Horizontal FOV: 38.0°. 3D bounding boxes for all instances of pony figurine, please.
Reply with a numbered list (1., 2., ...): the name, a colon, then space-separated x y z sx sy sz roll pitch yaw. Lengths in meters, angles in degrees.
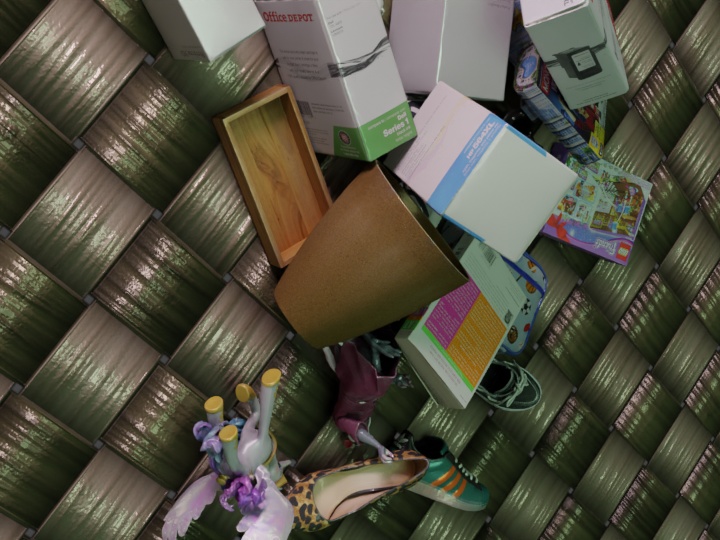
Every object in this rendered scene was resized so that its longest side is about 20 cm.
1. pony figurine: -0.144 0.244 1.273 0.193 0.166 0.201 -53 146 -44

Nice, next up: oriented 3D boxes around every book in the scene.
1. book: 0.135 0.060 1.362 0.200 0.048 0.134 -53 123 -30

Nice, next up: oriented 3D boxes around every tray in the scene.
1. tray: -0.100 -0.115 1.286 0.098 0.037 0.201 -32 116 -24

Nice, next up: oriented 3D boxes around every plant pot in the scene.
1. plant pot: 0.000 0.000 1.271 0.200 0.187 0.186 -39 123 9

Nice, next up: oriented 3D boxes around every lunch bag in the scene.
1. lunch bag: 0.176 0.017 1.476 0.200 0.075 0.161 39 69 -36

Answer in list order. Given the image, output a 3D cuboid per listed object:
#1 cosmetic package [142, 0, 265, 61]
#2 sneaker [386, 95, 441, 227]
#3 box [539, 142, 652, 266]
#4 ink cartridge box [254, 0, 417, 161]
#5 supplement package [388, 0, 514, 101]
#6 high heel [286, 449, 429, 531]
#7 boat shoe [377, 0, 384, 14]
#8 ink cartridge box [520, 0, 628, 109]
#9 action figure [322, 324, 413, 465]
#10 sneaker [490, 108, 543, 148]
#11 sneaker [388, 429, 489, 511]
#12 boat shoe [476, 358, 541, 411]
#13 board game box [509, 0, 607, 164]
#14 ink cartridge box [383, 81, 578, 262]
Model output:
1. cosmetic package: -0.197 -0.333 1.125 0.085 0.107 0.201 -38 118 -21
2. sneaker: 0.055 -0.137 1.365 0.129 0.080 0.200 15 111 -21
3. box: 0.352 -0.099 1.596 0.199 0.039 0.137 18 90 -36
4. ink cartridge box: -0.029 -0.241 1.236 0.084 0.146 0.201 -31 117 -26
5. supplement package: 0.115 -0.322 1.334 0.116 0.117 0.201 0 101 -35
6. high heel: -0.008 0.281 1.356 0.200 0.142 0.072 -14 80 -48
7. boat shoe: -0.005 -0.321 1.285 0.066 0.072 0.201 -30 108 -20
8. ink cartridge box: 0.261 -0.319 1.306 0.200 0.083 0.146 40 40 -54
9. action figure: -0.008 0.162 1.374 0.148 0.134 0.201 16 125 1
10. sneaker: 0.198 -0.133 1.412 0.071 0.098 0.201 23 65 -37
11. sneaker: 0.121 0.288 1.508 0.199 0.071 0.080 25 91 -34
12. boat shoe: 0.209 0.163 1.541 0.199 0.068 0.074 33 82 -35
13. board game box: 0.257 -0.269 1.434 0.200 0.062 0.201 41 43 -25
14. ink cartridge box: 0.132 -0.125 1.240 0.128 0.200 0.125 29 102 -32
